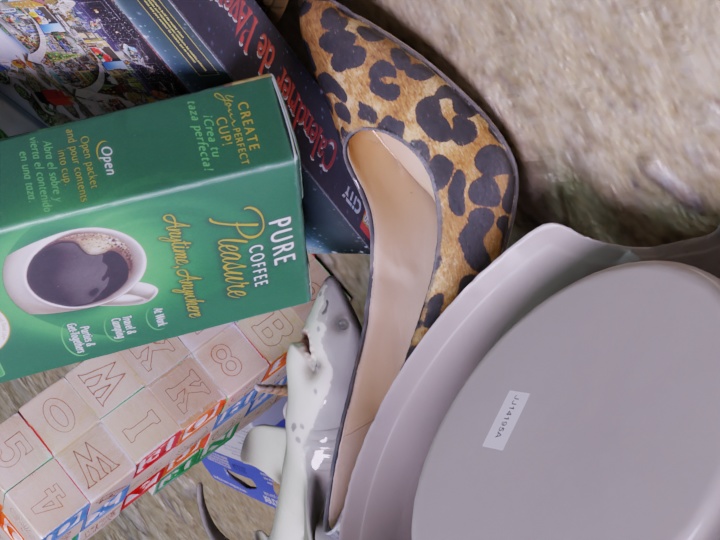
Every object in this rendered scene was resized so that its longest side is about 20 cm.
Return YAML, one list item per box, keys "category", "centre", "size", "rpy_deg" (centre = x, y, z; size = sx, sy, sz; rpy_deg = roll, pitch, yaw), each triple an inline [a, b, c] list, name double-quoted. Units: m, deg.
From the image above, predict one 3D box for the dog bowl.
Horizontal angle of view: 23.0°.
- category: "dog bowl"
  centre: [0.082, 0.068, 0.583]
  size: [0.059, 0.201, 0.200]
  rpy_deg: [38, 166, -29]

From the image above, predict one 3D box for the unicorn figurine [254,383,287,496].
- category: "unicorn figurine"
  centre: [0.006, 0.115, 0.943]
  size: [0.200, 0.074, 0.137]
  rpy_deg: [43, 149, -12]

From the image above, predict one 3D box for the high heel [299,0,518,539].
- category: "high heel"
  centre: [0.000, 0.000, 0.690]
  size: [0.201, 0.142, 0.071]
  rpy_deg: [55, 158, -2]

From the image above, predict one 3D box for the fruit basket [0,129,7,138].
- category: "fruit basket"
  centre: [-0.249, -0.049, 0.853]
  size: [0.199, 0.094, 0.186]
  rpy_deg: [-2, 125, 37]

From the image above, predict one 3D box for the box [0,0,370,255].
- category: "box"
  centre: [-0.089, -0.072, 0.741]
  size: [0.136, 0.038, 0.200]
  rpy_deg: [0, 150, 28]

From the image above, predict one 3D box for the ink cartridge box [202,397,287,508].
- category: "ink cartridge box"
  centre: [-0.095, 0.048, 1.062]
  size: [0.119, 0.042, 0.201]
  rpy_deg: [9, 128, 58]

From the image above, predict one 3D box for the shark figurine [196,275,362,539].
- category: "shark figurine"
  centre: [-0.010, 0.115, 0.801]
  size: [0.215, 0.089, 0.129]
  rpy_deg: [114, 151, -51]

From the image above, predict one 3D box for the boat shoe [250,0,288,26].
- category: "boat shoe"
  centre: [-0.054, -0.164, 0.670]
  size: [0.073, 0.065, 0.200]
  rpy_deg: [9, 149, 1]

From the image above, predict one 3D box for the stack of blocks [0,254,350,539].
- category: "stack of blocks"
  centre: [-0.106, 0.070, 0.910]
  size: [0.059, 0.200, 0.115]
  rpy_deg: [49, 155, 9]

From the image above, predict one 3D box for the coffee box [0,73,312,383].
- category: "coffee box"
  centre: [-0.120, -0.007, 0.696]
  size: [0.123, 0.199, 0.044]
  rpy_deg: [84, 170, -62]
